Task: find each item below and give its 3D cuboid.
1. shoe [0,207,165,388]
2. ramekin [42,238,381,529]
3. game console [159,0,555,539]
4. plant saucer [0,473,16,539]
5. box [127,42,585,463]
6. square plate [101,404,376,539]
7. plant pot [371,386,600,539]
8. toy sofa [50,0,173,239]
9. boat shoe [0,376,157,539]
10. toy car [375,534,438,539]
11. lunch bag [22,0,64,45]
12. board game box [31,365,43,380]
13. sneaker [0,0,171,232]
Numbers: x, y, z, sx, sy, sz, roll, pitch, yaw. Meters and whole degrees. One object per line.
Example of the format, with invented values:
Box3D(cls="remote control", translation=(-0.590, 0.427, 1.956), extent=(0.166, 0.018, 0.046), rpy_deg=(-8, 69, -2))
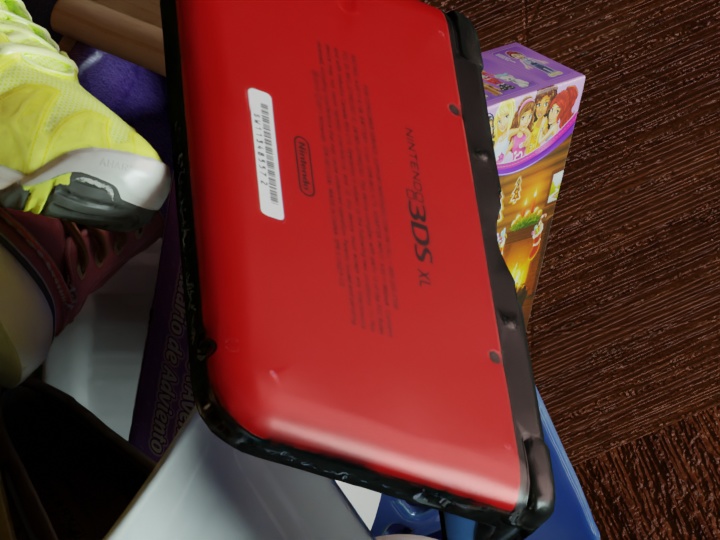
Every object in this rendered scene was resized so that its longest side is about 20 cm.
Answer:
Box3D(cls="shoe", translation=(-0.113, -0.014, 0.950), extent=(0.072, 0.091, 0.200), rpy_deg=(49, -14, -5))
Box3D(cls="ramekin", translation=(-0.057, 0.052, 1.260), extent=(0.200, 0.097, 0.201), rpy_deg=(-1, 90, -72))
Box3D(cls="game console", translation=(-0.009, 0.015, 0.900), extent=(0.172, 0.119, 0.200), rpy_deg=(18, 45, -30))
Box3D(cls="plant saucer", translation=(-0.147, 0.040, 0.807), extent=(0.200, 0.048, 0.200), rpy_deg=(65, 2, -47))
Box3D(cls="box", translation=(0.000, 0.000, 1.065), extent=(0.039, 0.200, 0.137), rpy_deg=(29, -58, 31))
Box3D(cls="square plate", translation=(-0.024, 0.152, 0.851), extent=(0.198, 0.028, 0.200), rpy_deg=(57, 31, -13))
Box3D(cls="plant pot", translation=(-0.002, 0.063, 1.513), extent=(0.200, 0.179, 0.200), rpy_deg=(-113, 179, -56))
Box3D(cls="toy sofa", translation=(-0.041, -0.048, 1.085), extent=(0.083, 0.098, 0.200), rpy_deg=(23, -15, 30))
Box3D(cls="boat shoe", translation=(-0.073, 0.109, 0.969), extent=(0.200, 0.073, 0.063), rpy_deg=(34, -39, 38))
Box3D(cls="toy car", translation=(-0.003, 0.166, 1.059), extent=(0.177, 0.200, 0.185), rpy_deg=(65, 3, -53))
Box3D(cls="lunch bag", translation=(-0.155, -0.114, 1.143), extent=(0.136, 0.132, 0.200), rpy_deg=(65, 3, -54))
Box3D(cls="board game box", translation=(-0.138, 0.020, 1.307), extent=(0.200, 0.048, 0.102), rpy_deg=(65, 3, -50))
Box3D(cls="sneaker", translation=(-0.134, -0.074, 0.864), extent=(0.200, 0.077, 0.075), rpy_deg=(30, 7, 28))
